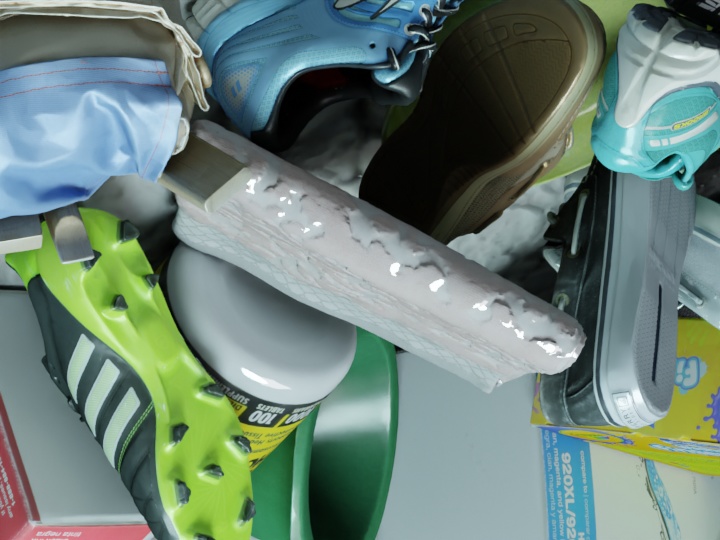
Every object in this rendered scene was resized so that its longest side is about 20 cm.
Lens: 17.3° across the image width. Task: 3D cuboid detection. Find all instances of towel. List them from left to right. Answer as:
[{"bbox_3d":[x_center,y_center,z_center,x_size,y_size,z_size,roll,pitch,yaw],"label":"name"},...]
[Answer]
[{"bbox_3d":[0.000,0.000,1.133,0.032,0.199,0.191,-63,-177,-10],"label":"towel"}]

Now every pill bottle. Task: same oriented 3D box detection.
[{"bbox_3d":[-0.098,0.070,1.291,0.112,0.113,0.200,1,144,-40],"label":"pill bottle"}]

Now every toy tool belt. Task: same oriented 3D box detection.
[{"bbox_3d":[-0.156,-0.056,0.998,0.199,0.123,0.125,-16,153,-14],"label":"toy tool belt"}]

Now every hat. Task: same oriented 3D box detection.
[{"bbox_3d":[-0.084,0.104,1.402,0.166,0.175,0.201,-46,140,-58],"label":"hat"}]

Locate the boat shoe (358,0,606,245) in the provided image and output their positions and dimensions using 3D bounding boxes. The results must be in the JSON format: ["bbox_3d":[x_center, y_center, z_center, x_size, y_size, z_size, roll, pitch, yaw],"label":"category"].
[{"bbox_3d":[0.068,-0.074,1.152,0.064,0.071,0.200,-13,161,-34],"label":"boat shoe"}]

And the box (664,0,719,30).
[{"bbox_3d":[0.241,-0.184,1.129,0.164,0.086,0.200,-38,151,28],"label":"box"}]

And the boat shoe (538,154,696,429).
[{"bbox_3d":[0.123,-0.013,1.195,0.071,0.201,0.072,-7,144,28],"label":"boat shoe"}]

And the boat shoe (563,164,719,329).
[{"bbox_3d":[0.159,-0.009,1.287,0.070,0.201,0.072,29,89,-27],"label":"boat shoe"}]

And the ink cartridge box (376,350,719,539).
[{"bbox_3d":[0.125,0.119,1.483,0.199,0.145,0.147,5,167,-44],"label":"ink cartridge box"}]

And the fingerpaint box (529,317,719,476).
[{"bbox_3d":[0.226,0.076,1.340,0.166,0.074,0.200,17,170,-41],"label":"fingerpaint box"}]

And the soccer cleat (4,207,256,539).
[{"bbox_3d":[-0.114,0.063,1.192,0.067,0.201,0.081,-30,-169,-41],"label":"soccer cleat"}]

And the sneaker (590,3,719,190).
[{"bbox_3d":[0.152,-0.081,1.140,0.080,0.077,0.200,-65,160,12],"label":"sneaker"}]

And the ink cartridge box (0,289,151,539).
[{"bbox_3d":[-0.209,0.124,1.266,0.084,0.145,0.200,3,143,-40],"label":"ink cartridge box"}]

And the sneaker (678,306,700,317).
[{"bbox_3d":[0.255,-0.014,1.471,0.200,0.075,0.081,-36,152,25],"label":"sneaker"}]

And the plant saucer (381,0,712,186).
[{"bbox_3d":[0.098,-0.107,1.217,0.199,0.031,0.200,-19,154,-10],"label":"plant saucer"}]

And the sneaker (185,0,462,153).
[{"bbox_3d":[0.022,-0.116,1.069,0.200,0.090,0.078,-30,153,11],"label":"sneaker"}]
